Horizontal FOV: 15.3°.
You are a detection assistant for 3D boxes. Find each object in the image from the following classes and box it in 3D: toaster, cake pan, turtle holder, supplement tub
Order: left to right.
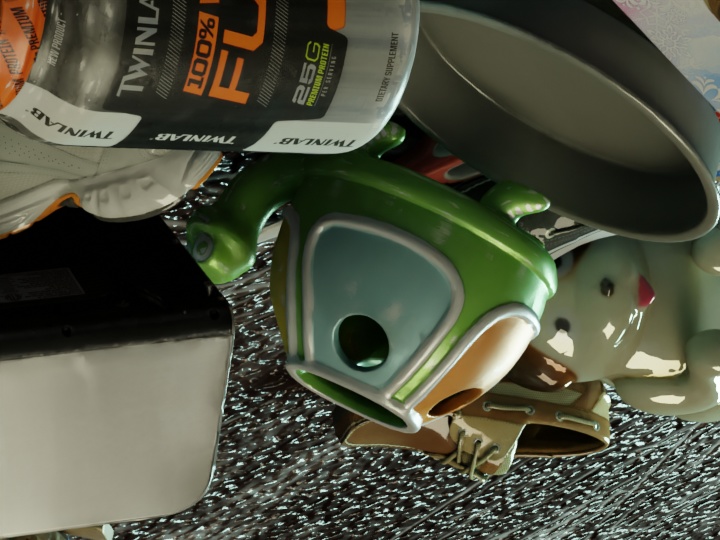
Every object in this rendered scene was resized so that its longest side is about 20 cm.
[{"bbox_3d":[-0.177,0.042,1.347,0.198,0.181,0.120,-6,115,-22],"label":"toaster"},{"bbox_3d":[-0.085,-0.114,1.160,0.199,0.123,0.123,-1,152,-32],"label":"supplement tub"},{"bbox_3d":[0.006,0.001,1.402,0.185,0.132,0.141,28,169,-12],"label":"turtle holder"},{"bbox_3d":[0.093,-0.084,1.306,0.199,0.037,0.200,28,164,9],"label":"cake pan"}]

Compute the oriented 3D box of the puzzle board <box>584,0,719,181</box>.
[{"bbox_3d":[0.214,-0.115,1.251,0.199,0.017,0.151,-11,132,37],"label":"puzzle board"}]

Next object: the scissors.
[{"bbox_3d":[0.010,-0.043,1.506,0.199,0.014,0.073,-30,154,25],"label":"scissors"}]

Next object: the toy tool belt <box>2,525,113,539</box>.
[{"bbox_3d":[-0.238,0.204,1.754,0.122,0.126,0.200,2,152,-18],"label":"toy tool belt"}]

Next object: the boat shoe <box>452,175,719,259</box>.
[{"bbox_3d":[0.113,-0.045,1.512,0.199,0.069,0.057,-18,149,-10],"label":"boat shoe"}]

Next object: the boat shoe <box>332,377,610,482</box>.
[{"bbox_3d":[0.082,0.099,1.784,0.198,0.074,0.076,-6,154,-22],"label":"boat shoe"}]

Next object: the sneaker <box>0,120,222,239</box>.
[{"bbox_3d":[-0.162,-0.071,1.287,0.199,0.093,0.076,-9,-156,30],"label":"sneaker"}]

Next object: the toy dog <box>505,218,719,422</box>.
[{"bbox_3d":[0.162,0.016,1.617,0.193,0.141,0.199,13,-178,43],"label":"toy dog"}]

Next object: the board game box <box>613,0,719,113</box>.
[{"bbox_3d":[0.217,-0.134,1.177,0.199,0.041,0.199,42,139,-24],"label":"board game box"}]
